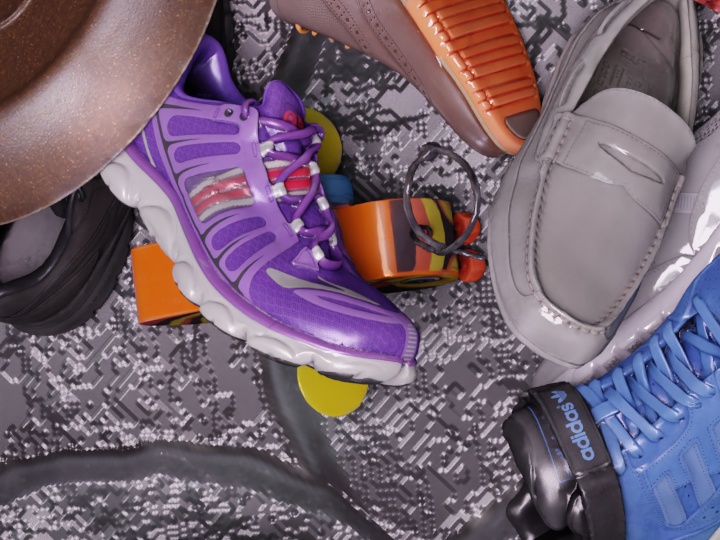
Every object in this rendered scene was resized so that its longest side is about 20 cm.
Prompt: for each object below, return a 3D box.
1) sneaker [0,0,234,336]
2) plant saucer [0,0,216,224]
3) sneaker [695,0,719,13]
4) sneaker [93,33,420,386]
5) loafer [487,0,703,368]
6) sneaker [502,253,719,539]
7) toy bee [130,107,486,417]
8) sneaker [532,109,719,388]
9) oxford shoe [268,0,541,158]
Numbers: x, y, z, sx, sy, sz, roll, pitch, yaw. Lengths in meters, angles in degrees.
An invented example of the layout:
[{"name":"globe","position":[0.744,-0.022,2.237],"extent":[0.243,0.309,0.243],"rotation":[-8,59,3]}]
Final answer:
[{"name":"sneaker","position":[-0.121,-0.060,1.129],"extent":[0.076,0.091,0.201],"rotation":[25,96,14]},{"name":"plant saucer","position":[-0.146,-0.115,1.101],"extent":[0.200,0.037,0.201],"rotation":[-22,50,30]},{"name":"sneaker","position":[0.178,-0.135,1.026],"extent":[0.199,0.078,0.082],"rotation":[27,103,-21]},{"name":"sneaker","position":[-0.040,-0.028,1.020],"extent":[0.200,0.080,0.084],"rotation":[48,112,33]},{"name":"loafer","position":[0.101,-0.046,1.026],"extent":[0.070,0.201,0.070],"rotation":[28,136,-13]},{"name":"sneaker","position":[0.120,0.058,1.018],"extent":[0.111,0.200,0.077],"rotation":[-7,53,-21]},{"name":"toy bee","position":[0.000,0.000,1.104],"extent":[0.199,0.108,0.132],"rotation":[14,97,40]},{"name":"sneaker","position":[0.145,-0.009,1.087],"extent":[0.200,0.075,0.082],"rotation":[-47,46,15]},{"name":"oxford shoe","position":[0.007,-0.123,1.115],"extent":[0.073,0.071,0.200],"rotation":[-42,76,30]}]
